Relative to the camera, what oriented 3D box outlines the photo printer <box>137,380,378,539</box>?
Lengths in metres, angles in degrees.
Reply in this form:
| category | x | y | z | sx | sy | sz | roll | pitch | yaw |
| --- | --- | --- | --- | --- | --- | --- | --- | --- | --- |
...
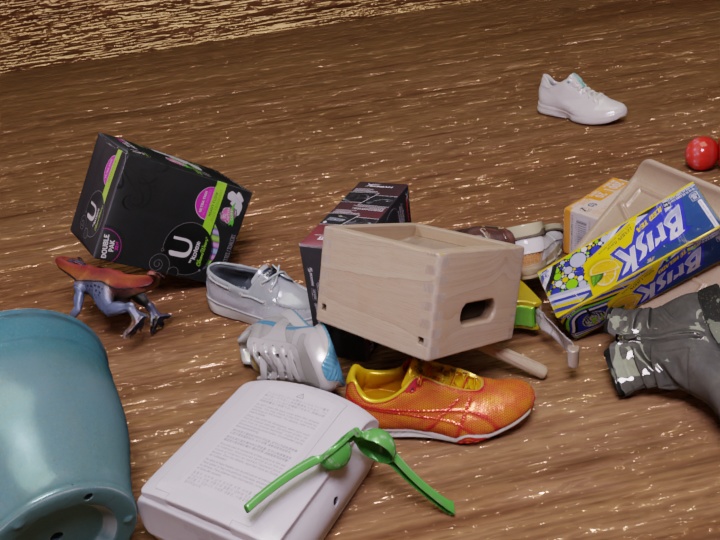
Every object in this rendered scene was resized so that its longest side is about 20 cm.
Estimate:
| category | x | y | z | sx | sy | sz | roll | pitch | yaw |
| --- | --- | --- | --- | --- | --- | --- | --- | --- | --- |
| photo printer | -0.084 | 0.184 | 0.697 | 0.163 | 0.071 | 0.200 | 10 | 33 | 26 |

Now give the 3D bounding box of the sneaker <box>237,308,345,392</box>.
| category | x | y | z | sx | sy | sz | roll | pitch | yaw |
| --- | --- | --- | --- | --- | --- | --- | --- | --- | --- |
| sneaker | -0.078 | 0.098 | 0.828 | 0.079 | 0.078 | 0.199 | -21 | 13 | -21 |

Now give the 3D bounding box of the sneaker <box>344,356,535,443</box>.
| category | x | y | z | sx | sy | sz | roll | pitch | yaw |
| --- | --- | --- | --- | --- | --- | --- | --- | --- | --- |
| sneaker | 0.080 | 0.127 | 0.754 | 0.195 | 0.079 | 0.073 | -3 | 27 | 4 |

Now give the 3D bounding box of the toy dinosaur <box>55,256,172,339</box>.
| category | x | y | z | sx | sy | sz | roll | pitch | yaw |
| --- | --- | --- | --- | --- | --- | --- | --- | --- | --- |
| toy dinosaur | -0.334 | 0.012 | 0.988 | 0.181 | 0.202 | 0.105 | 41 | 29 | 14 |

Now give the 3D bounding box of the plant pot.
| category | x | y | z | sx | sy | sz | roll | pitch | yaw |
| --- | --- | --- | --- | --- | --- | --- | --- | --- | --- |
| plant pot | -0.291 | 0.172 | 0.659 | 0.197 | 0.203 | 0.188 | -23 | 48 | -26 |

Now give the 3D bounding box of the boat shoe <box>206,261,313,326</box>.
| category | x | y | z | sx | sy | sz | roll | pitch | yaw |
| --- | --- | --- | --- | --- | --- | --- | --- | --- | --- |
| boat shoe | -0.126 | 0.029 | 0.977 | 0.197 | 0.073 | 0.070 | 9 | 33 | 27 |

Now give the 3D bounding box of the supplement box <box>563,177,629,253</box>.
| category | x | y | z | sx | sy | sz | roll | pitch | yaw |
| --- | --- | --- | --- | --- | --- | --- | --- | --- | --- |
| supplement box | 0.388 | -0.050 | 0.995 | 0.125 | 0.075 | 0.198 | -28 | 36 | -31 |

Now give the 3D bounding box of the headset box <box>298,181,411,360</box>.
| category | x | y | z | sx | sy | sz | roll | pitch | yaw |
| --- | --- | --- | --- | --- | --- | --- | --- | --- | --- |
| headset box | 0.000 | 0.000 | 0.920 | 0.076 | 0.152 | 0.200 | 6 | 32 | 25 |

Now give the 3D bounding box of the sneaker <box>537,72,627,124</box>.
| category | x | y | z | sx | sy | sz | roll | pitch | yaw |
| --- | --- | --- | --- | --- | --- | --- | --- | --- | --- |
| sneaker | 0.443 | -0.352 | 1.499 | 0.198 | 0.090 | 0.075 | 22 | 38 | 40 |

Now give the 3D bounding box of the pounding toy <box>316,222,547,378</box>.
| category | x | y | z | sx | sy | sz | roll | pitch | yaw |
| --- | --- | --- | --- | --- | --- | --- | --- | --- | --- |
| pounding toy | 0.085 | 0.036 | 0.792 | 0.182 | 0.146 | 0.198 | 16 | 14 | 41 |

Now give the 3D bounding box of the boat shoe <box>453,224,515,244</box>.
| category | x | y | z | sx | sy | sz | roll | pitch | yaw |
| --- | --- | --- | --- | --- | --- | --- | --- | --- | --- |
| boat shoe | 0.129 | -0.017 | 0.949 | 0.069 | 0.072 | 0.199 | -19 | 4 | -18 |

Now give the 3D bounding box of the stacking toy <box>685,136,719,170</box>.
| category | x | y | z | sx | sy | sz | roll | pitch | yaw |
| --- | --- | --- | --- | --- | --- | --- | --- | --- | --- |
| stacking toy | 0.631 | -0.197 | 1.199 | 0.195 | 0.087 | 0.086 | 1 | 30 | 23 |

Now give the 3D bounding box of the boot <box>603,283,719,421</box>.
| category | x | y | z | sx | sy | sz | roll | pitch | yaw |
| --- | --- | --- | --- | --- | --- | --- | --- | --- | --- |
| boot | 0.320 | 0.111 | 0.750 | 0.128 | 0.068 | 0.203 | -19 | 41 | 25 |

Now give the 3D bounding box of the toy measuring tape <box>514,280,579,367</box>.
| category | x | y | z | sx | sy | sz | roll | pitch | yaw |
| --- | --- | --- | --- | --- | --- | --- | --- | --- | --- |
| toy measuring tape | 0.178 | 0.056 | 0.866 | 0.072 | 0.075 | 0.201 | -13 | 30 | -10 |

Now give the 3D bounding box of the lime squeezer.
| category | x | y | z | sx | sy | sz | roll | pitch | yaw |
| --- | --- | --- | --- | --- | --- | --- | --- | --- | --- |
| lime squeezer | -0.008 | 0.172 | 0.641 | 0.196 | 0.073 | 0.038 | 9 | -12 | -26 |

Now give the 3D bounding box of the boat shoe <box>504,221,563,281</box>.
| category | x | y | z | sx | sy | sz | roll | pitch | yaw |
| --- | --- | --- | --- | --- | --- | --- | --- | --- | --- |
| boat shoe | 0.228 | -0.024 | 0.974 | 0.073 | 0.070 | 0.199 | -11 | -2 | 26 |

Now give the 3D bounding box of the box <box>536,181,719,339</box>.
| category | x | y | z | sx | sy | sz | roll | pitch | yaw |
| --- | --- | --- | --- | --- | --- | --- | --- | --- | --- |
| box | 0.306 | -0.008 | 0.836 | 0.198 | 0.064 | 0.071 | -33 | 47 | 20 |

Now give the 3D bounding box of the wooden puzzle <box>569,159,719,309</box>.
| category | x | y | z | sx | sy | sz | roll | pitch | yaw |
| --- | --- | --- | --- | --- | --- | --- | --- | --- | --- |
| wooden puzzle | 0.354 | -0.014 | 0.880 | 0.201 | 0.046 | 0.185 | -53 | 44 | 0 |

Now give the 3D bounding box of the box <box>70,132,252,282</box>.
| category | x | y | z | sx | sy | sz | roll | pitch | yaw |
| --- | --- | --- | --- | --- | --- | --- | --- | --- | --- |
| box | -0.282 | -0.084 | 1.052 | 0.197 | 0.152 | 0.124 | 15 | 10 | -40 |
